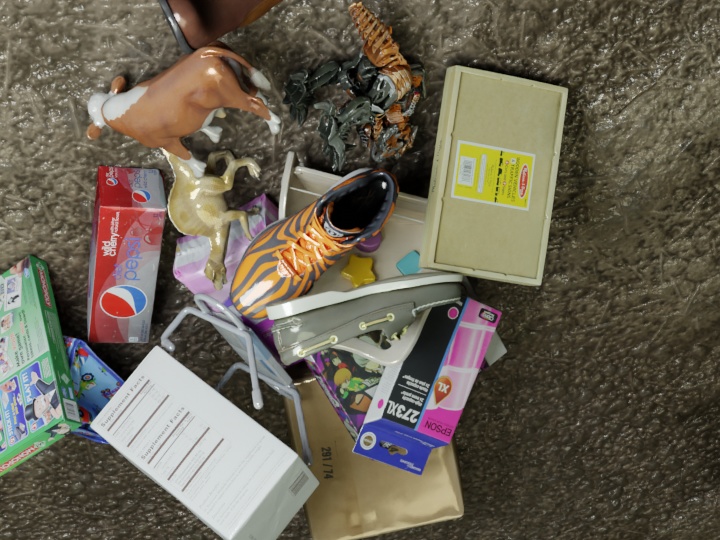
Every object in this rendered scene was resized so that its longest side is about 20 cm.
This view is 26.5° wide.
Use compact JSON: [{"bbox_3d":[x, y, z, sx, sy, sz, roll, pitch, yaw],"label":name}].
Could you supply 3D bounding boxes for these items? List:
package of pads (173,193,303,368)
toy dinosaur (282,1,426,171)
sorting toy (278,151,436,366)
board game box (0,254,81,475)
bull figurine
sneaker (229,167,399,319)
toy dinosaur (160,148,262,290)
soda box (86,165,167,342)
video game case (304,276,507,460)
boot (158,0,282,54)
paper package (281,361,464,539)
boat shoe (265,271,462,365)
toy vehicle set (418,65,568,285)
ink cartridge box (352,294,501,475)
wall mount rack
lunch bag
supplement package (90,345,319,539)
[{"bbox_3d":[-0.099,0.017,1.640,0.120,0.076,0.200,-24,134,19],"label":"package of pads"},{"bbox_3d":[0.002,-0.177,1.468,0.135,0.102,0.201,-29,124,-15],"label":"toy dinosaur"},{"bbox_3d":[0.000,0.000,1.539,0.199,0.181,0.107,14,160,-4],"label":"sorting toy"},{"bbox_3d":[-0.366,0.101,1.589,0.134,0.201,0.029,-32,148,22],"label":"board game box"},{"bbox_3d":[-0.166,-0.150,1.428,0.121,0.066,0.199,30,146,-34],"label":"bull figurine"},{"bbox_3d":[-0.046,-0.031,1.445,0.200,0.112,0.078,-44,92,-2],"label":"sneaker"},{"bbox_3d":[-0.153,-0.083,1.509,0.101,0.058,0.201,-31,100,-30],"label":"toy dinosaur"},{"bbox_3d":[-0.246,-0.014,1.591,0.069,0.064,0.201,2,134,-13],"label":"soda box"},{"bbox_3d":[0.041,0.074,1.643,0.200,0.036,0.182,-37,113,-16],"label":"video game case"},{"bbox_3d":[-0.065,-0.256,1.307,0.199,0.188,0.069,-23,90,16],"label":"boot"},{"bbox_3d":[0.014,0.193,1.755,0.189,0.103,0.202,-11,99,3],"label":"paper package"},{"bbox_3d":[0.009,0.042,1.457,0.200,0.061,0.072,-11,180,-22],"label":"boat shoe"},{"bbox_3d":[0.132,-0.092,1.508,0.123,0.202,0.026,10,176,-19],"label":"toy vehicle set"},{"bbox_3d":[0.071,0.117,1.627,0.094,0.037,0.201,22,91,-28],"label":"ink cartridge box"},{"bbox_3d":[-0.115,0.115,1.596,0.075,0.173,0.200,-53,138,-16],"label":"wall mount rack"},{"bbox_3d":[-0.310,0.144,1.689,0.150,0.095,0.200,8,160,39],"label":"lunch bag"},{"bbox_3d":[-0.159,0.189,1.574,0.110,0.200,0.114,-50,158,-12],"label":"supplement package"}]
